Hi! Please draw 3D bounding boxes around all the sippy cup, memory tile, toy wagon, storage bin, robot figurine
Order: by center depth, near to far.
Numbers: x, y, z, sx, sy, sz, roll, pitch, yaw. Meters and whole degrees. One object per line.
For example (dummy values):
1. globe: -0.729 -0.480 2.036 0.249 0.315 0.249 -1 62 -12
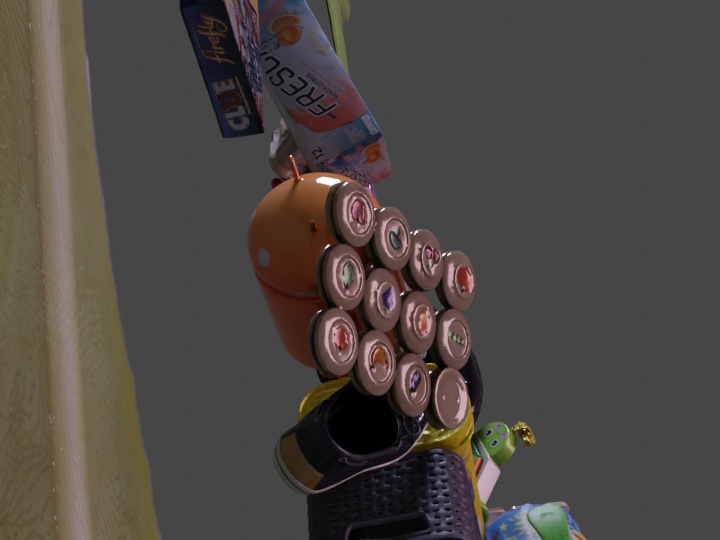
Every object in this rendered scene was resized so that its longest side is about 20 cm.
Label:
1. memory tile: 0.030 0.031 1.239 0.200 0.017 0.154 31 61 -48
2. robot figurine: -0.026 0.001 1.300 0.144 0.116 0.200 -56 148 -30
3. storage bin: 0.037 0.255 1.360 0.094 0.135 0.200 -94 172 -47
4. sippy cup: 0.169 0.291 1.476 0.178 0.139 0.131 -53 -144 29
5. toy wagon: 0.080 0.205 1.585 0.040 0.200 0.155 50 7 -30

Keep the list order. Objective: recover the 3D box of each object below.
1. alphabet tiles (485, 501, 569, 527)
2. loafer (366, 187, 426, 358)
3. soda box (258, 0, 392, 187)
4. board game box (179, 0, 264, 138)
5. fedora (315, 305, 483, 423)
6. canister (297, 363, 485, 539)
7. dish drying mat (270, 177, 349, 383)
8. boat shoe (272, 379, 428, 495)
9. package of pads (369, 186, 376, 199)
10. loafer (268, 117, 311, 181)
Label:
1. alphabet tiles: 0.131 0.312 1.623 0.015 0.200 0.196 49 -50 45
2. loafer: 0.000 0.000 1.478 0.200 0.070 0.070 64 -16 -7
3. soda box: -0.045 -0.158 1.389 0.200 0.063 0.068 61 -6 30
4. board game box: -0.110 -0.220 1.260 0.136 0.034 0.200 74 7 -48
5. fedora: 0.025 0.114 1.608 0.092 0.200 0.201 118 -26 -45
6. canister: 0.033 0.183 1.425 0.200 0.148 0.087 78 3 -48
7. dish drying mat: -0.039 0.017 1.452 0.077 0.018 0.200 74 -4 -71
8. boat shoe: 0.009 0.117 1.263 0.075 0.062 0.200 54 34 8
9. package of pads: -0.001 -0.007 1.844 0.200 0.075 0.121 74 5 -50
10. loafer: -0.062 -0.112 1.514 0.072 0.063 0.200 49 -3 -1
